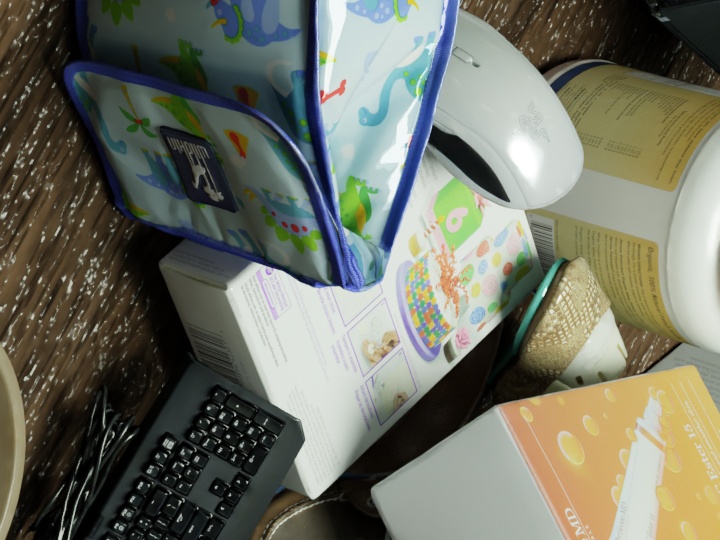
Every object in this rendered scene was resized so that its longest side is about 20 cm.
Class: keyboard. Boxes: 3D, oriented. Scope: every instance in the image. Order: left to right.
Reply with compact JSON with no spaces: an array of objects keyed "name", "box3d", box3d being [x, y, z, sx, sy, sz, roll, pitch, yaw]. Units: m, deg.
[{"name":"keyboard","box3d":[-0.118,0.140,1.489,0.104,0.040,0.201,30,99,-4]}]

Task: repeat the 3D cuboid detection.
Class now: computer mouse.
[{"name":"computer mouse","box3d":[0.037,-0.113,1.516,0.110,0.200,0.044,-43,167,-28]}]

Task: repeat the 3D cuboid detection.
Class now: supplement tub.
[{"name":"supplement tub","box3d":[0.184,-0.034,1.679,0.144,0.199,0.145,-18,117,-41]}]

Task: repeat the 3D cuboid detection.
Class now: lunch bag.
[{"name":"lunch bag","box3d":[-0.051,-0.102,1.430,0.127,0.170,0.201,-13,113,-44]}]

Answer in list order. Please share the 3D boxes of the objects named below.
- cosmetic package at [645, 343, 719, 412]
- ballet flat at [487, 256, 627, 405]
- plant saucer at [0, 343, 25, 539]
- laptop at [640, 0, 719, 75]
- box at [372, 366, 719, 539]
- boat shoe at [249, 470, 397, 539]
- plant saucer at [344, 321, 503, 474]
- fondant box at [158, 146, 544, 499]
[{"name":"cosmetic package","box3d":[0.179,0.133,1.806,0.200,0.101,0.072,-35,127,-33]},{"name":"ballet flat","box3d":[0.118,0.044,1.659,0.071,0.065,0.200,-55,175,-13]},{"name":"plant saucer","box3d":[-0.244,0.099,1.401,0.200,0.029,0.201,-18,116,-41]},{"name":"laptop","box3d":[0.231,-0.156,1.673,0.103,0.200,0.177,-40,138,14]},{"name":"box","box3d":[0.120,0.135,1.556,0.200,0.097,0.125,-8,67,-53]},{"name":"boat shoe","box3d":[0.012,0.137,1.592,0.200,0.072,0.073,-13,92,-48]},{"name":"plant saucer","box3d":[0.003,0.028,1.633,0.200,0.034,0.201,-17,115,-41]},{"name":"fondant box","box3d":[0.000,0.000,1.555,0.200,0.058,0.145,-41,129,-28]}]
